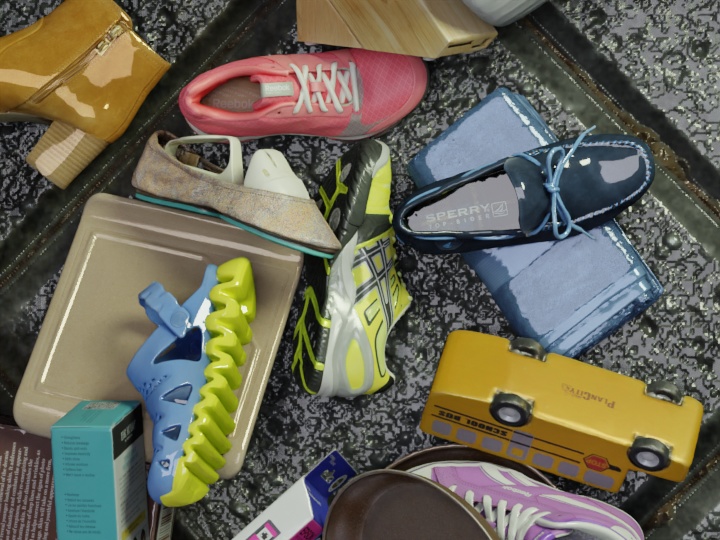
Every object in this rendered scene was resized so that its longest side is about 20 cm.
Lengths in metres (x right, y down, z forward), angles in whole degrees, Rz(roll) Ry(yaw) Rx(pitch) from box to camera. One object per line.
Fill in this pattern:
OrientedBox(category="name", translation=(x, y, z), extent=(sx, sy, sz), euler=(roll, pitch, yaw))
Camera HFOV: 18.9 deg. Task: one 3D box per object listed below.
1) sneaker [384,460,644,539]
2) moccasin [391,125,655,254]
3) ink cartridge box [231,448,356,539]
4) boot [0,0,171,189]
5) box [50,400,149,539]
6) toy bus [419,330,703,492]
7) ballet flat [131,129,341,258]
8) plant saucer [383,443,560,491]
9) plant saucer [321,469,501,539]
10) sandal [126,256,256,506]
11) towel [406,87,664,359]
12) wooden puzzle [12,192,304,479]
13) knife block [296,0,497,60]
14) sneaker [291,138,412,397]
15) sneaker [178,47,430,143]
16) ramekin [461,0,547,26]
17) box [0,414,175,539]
OrientedBox(category="sneaker", translation=(0.108, 0.184, 1.581), extent=(0.199, 0.114, 0.073), euler=(8, 92, 10))
OrientedBox(category="moccasin", translation=(0.121, -0.048, 1.590), extent=(0.199, 0.068, 0.081), euler=(-20, 87, 9))
OrientedBox(category="ink cartridge box", translation=(-0.077, 0.219, 1.638), extent=(0.200, 0.095, 0.037), euler=(-43, 72, -4))
OrientedBox(category="boot", translation=(-0.260, -0.175, 1.710), extent=(0.201, 0.071, 0.144), euler=(38, 89, 5))
OrientedBox(category="box", translation=(-0.190, 0.203, 1.605), extent=(0.049, 0.082, 0.201), euler=(-1, 100, 10))
OrientedBox(category="toy bus", translation=(0.150, 0.109, 1.617), extent=(0.199, 0.078, 0.065), euler=(17, 51, 3))
OrientedBox(category="ballet flat", translation=(-0.094, -0.065, 1.648), extent=(0.199, 0.068, 0.068), euler=(18, 95, 30))
OrientedBox(category="plant saucer", translation=(0.079, 0.232, 1.660), extent=(0.199, 0.037, 0.202), euler=(0, 89, 9))
OrientedBox(category="plant saucer", translation=(0.053, 0.235, 1.584), extent=(0.200, 0.032, 0.201), euler=(21, 122, 37))
OrientedBox(category="sandal", translation=(-0.134, 0.082, 1.606), extent=(0.086, 0.080, 0.201), euler=(5, 59, 9))
OrientedBox(category="towel", translation=(0.130, -0.032, 1.648), extent=(0.111, 0.049, 0.200), euler=(-36, 85, 7))
OrientedBox(category="wooden puzzle", translation=(-0.154, 0.051, 1.678), extent=(0.184, 0.037, 0.201), euler=(12, 69, 9))
OrientedBox(category="knife block", translation=(0.007, -0.256, 1.625), extent=(0.199, 0.064, 0.177), euler=(12, 109, 38))
OrientedBox(category="sneaker", translation=(0.000, 0.000, 1.668), extent=(0.076, 0.075, 0.201), euler=(11, 88, -23))
OrientedBox(category="sneaker", translation=(-0.046, -0.132, 1.658), extent=(0.199, 0.087, 0.074), euler=(-8, 89, 9))
OrientedBox(category="ramekin", translation=(0.085, -0.275, 1.587), extent=(0.098, 0.200, 0.201), euler=(-37, 84, 15))
OrientedBox(category="box", translation=(-0.245, 0.172, 1.696), extent=(0.199, 0.075, 0.101), euler=(9, 91, 7))
